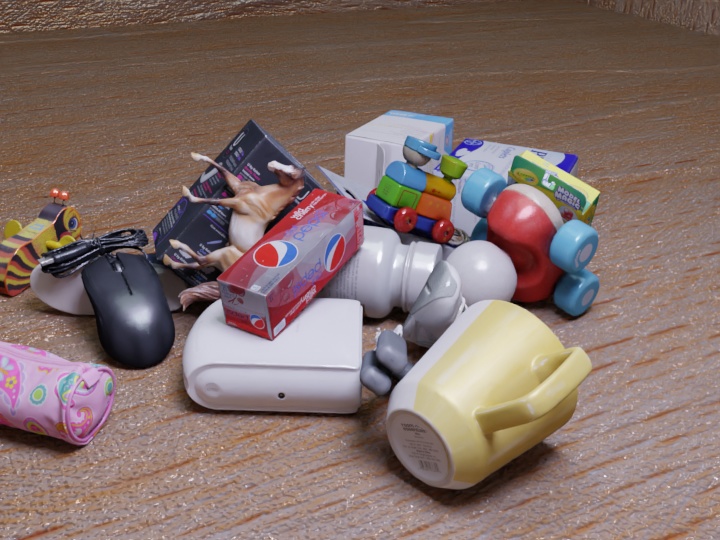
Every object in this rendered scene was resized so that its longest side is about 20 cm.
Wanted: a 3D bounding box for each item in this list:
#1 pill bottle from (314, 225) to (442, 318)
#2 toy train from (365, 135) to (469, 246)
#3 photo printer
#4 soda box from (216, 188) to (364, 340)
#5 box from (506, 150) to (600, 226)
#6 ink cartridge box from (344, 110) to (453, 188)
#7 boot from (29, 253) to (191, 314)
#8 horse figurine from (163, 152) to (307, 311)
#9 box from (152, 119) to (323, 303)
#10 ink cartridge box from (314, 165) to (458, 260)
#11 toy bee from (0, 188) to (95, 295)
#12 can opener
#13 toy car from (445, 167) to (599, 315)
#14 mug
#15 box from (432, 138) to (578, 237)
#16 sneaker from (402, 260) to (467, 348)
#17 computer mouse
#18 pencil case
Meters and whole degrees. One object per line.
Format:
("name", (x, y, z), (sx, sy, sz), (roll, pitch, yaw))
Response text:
("pill bottle", (0.000, 0.000, 1.110), (0.198, 0.116, 0.115), (7, 26, 12))
("toy train", (0.111, -0.102, 1.170), (0.199, 0.117, 0.085), (14, 17, -39))
("photo printer", (-0.096, 0.089, 0.972), (0.198, 0.070, 0.167), (2, 26, 0))
("soda box", (-0.073, -0.012, 0.985), (0.069, 0.064, 0.200), (17, 42, 26))
("box", (0.251, -0.078, 1.168), (0.117, 0.201, 0.048), (35, 71, 21))
("ink cartridge box", (0.060, -0.178, 1.461), (0.124, 0.130, 0.200), (14, 28, 25))
("boot", (-0.318, 0.012, 1.133), (0.198, 0.074, 0.090), (7, 18, -8))
("horse figurine", (-0.153, -0.046, 1.019), (0.131, 0.202, 0.050), (15, 14, -16))
("box", (-0.158, -0.074, 1.102), (0.106, 0.200, 0.122), (40, 5, -25))
("ink cartridge box", (0.040, -0.071, 1.258), (0.198, 0.047, 0.198), (15, 20, -28))
("toy bee", (-0.432, -0.053, 1.201), (0.129, 0.110, 0.200), (3, 26, 7))
("can opener", (0.034, 0.092, 0.898), (0.066, 0.053, 0.200), (35, 3, 4))
("toy car", (0.170, 0.006, 1.112), (0.200, 0.178, 0.184), (-41, 53, -16))
("mug", (0.108, 0.116, 0.823), (0.153, 0.188, 0.149), (-31, 61, -36))
("box", (0.231, -0.126, 1.395), (0.198, 0.106, 0.184), (12, 28, 20))
("sneaker", (0.097, 0.048, 0.965), (0.080, 0.200, 0.071), (30, 75, 7))
("computer mouse", (-0.285, 0.023, 1.029), (0.137, 0.053, 0.201), (-19, 58, -28))
("pencil case", (-0.351, 0.114, 0.890), (0.198, 0.088, 0.087), (12, 28, 19))
